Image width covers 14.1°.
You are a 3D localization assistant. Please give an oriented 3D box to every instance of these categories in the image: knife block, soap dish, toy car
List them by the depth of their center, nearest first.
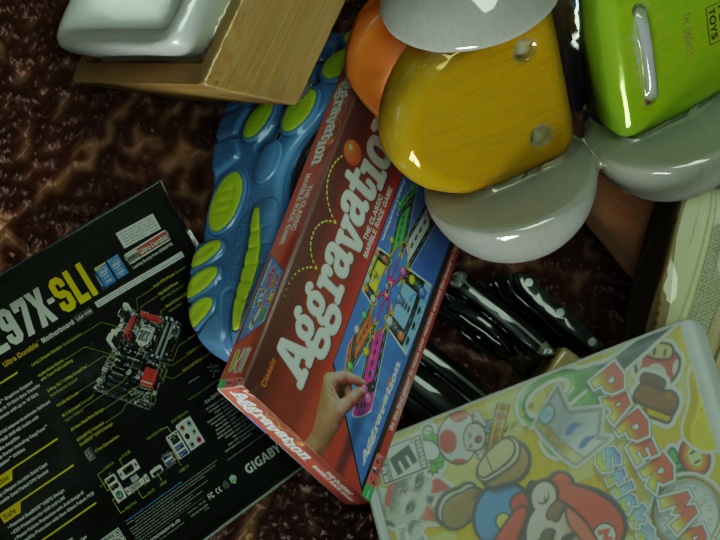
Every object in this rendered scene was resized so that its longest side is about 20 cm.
[{"bbox_3d":[0.088,-0.116,1.378,0.200,0.150,0.175,-21,128,-11],"label":"toy car"},{"bbox_3d":[-0.054,-0.170,1.405,0.081,0.157,0.200,29,80,-27],"label":"soap dish"},{"bbox_3d":[0.092,0.095,1.462,0.175,0.064,0.200,-9,88,-14],"label":"knife block"}]

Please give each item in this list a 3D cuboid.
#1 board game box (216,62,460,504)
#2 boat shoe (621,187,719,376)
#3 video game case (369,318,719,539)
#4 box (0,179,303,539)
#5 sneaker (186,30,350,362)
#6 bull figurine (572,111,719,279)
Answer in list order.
[{"bbox_3d":[0.000,0.000,1.393,0.103,0.019,0.200,44,54,-36],"label":"board game box"},{"bbox_3d":[0.157,0.055,1.413,0.065,0.072,0.200,18,77,-11],"label":"boat shoe"},{"bbox_3d":[0.102,0.145,1.350,0.182,0.023,0.200,-23,69,21],"label":"video game case"},{"bbox_3d":[-0.129,0.069,1.373,0.200,0.049,0.160,-35,94,-43],"label":"box"},{"bbox_3d":[-0.030,-0.033,1.433,0.083,0.071,0.200,45,49,-44],"label":"sneaker"},{"bbox_3d":[0.117,-0.088,1.479,0.121,0.065,0.200,-41,96,-8],"label":"bull figurine"}]
